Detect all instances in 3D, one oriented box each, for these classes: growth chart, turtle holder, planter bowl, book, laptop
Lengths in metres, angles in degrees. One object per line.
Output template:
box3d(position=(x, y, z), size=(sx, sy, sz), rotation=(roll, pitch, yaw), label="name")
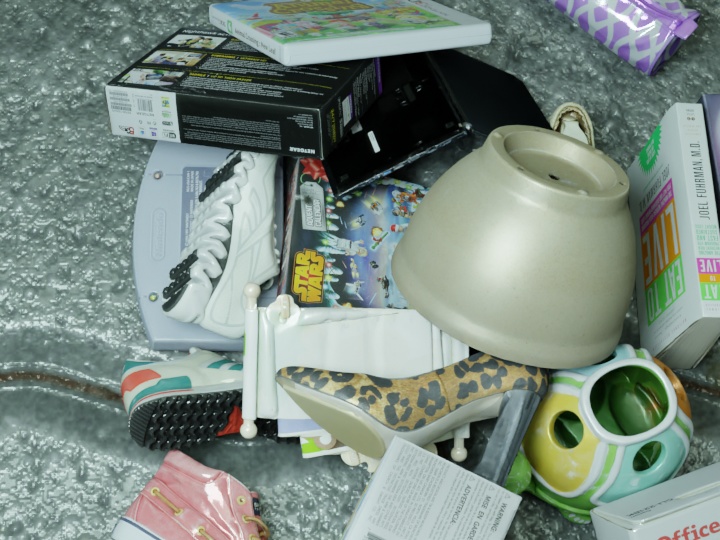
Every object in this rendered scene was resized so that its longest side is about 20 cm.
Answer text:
box3d(position=(-0.002, 0.090, 1.099), size=(0.200, 0.018, 0.145), rotation=(6, 98, -12), label="growth chart")
box3d(position=(0.185, 0.127, 1.137), size=(0.185, 0.132, 0.141), rotation=(4, 67, -6), label="turtle holder")
box3d(position=(0.139, -0.034, 1.110), size=(0.200, 0.135, 0.200), rotation=(14, 28, -8), label="planter bowl")
box3d(position=(0.283, -0.029, 1.215), size=(0.048, 0.134, 0.200), rotation=(1, 67, -7), label="book")
box3d(position=(0.066, -0.125, 1.250), size=(0.200, 0.103, 0.177), rotation=(-27, 38, 5), label="laptop")

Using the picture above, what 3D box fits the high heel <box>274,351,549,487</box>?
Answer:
box3d(position=(0.045, 0.082, 1.085), size=(0.200, 0.071, 0.143), rotation=(23, 59, 6), label="high heel")

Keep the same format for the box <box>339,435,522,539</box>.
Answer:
box3d(position=(0.037, 0.214, 1.040), size=(0.101, 0.200, 0.113), rotation=(26, 70, 4), label="box")

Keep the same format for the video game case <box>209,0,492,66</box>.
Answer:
box3d(position=(-0.013, -0.224, 1.238), size=(0.200, 0.022, 0.182), rotation=(-11, 25, -24), label="video game case")

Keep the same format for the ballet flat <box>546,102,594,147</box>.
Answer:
box3d(position=(0.189, -0.063, 1.256), size=(0.067, 0.062, 0.200), rotation=(1, 67, -7), label="ballet flat")

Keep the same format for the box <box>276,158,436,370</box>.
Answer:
box3d(position=(0.000, 0.000, 1.181), size=(0.137, 0.040, 0.200), rotation=(12, 51, -12), label="box")

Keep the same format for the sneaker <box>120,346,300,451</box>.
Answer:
box3d(position=(-0.105, 0.094, 1.146), size=(0.200, 0.070, 0.093), rotation=(-3, 35, -24), label="sneaker")

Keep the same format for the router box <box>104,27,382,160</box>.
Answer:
box3d(position=(-0.098, -0.158, 1.196), size=(0.200, 0.051, 0.149), rotation=(9, 32, 19), label="router box")

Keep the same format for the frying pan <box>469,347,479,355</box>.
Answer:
box3d(position=(0.153, 0.037, 1.221), size=(0.190, 0.031, 0.115), rotation=(-3, 82, -18), label="frying pan")

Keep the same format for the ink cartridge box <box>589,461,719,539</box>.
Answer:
box3d(position=(0.282, 0.263, 1.079), size=(0.144, 0.084, 0.200), rotation=(-17, 96, -14), label="ink cartridge box")

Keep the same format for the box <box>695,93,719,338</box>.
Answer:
box3d(position=(0.399, -0.048, 1.246), size=(0.198, 0.123, 0.200), rotation=(-1, 67, -7), label="box")

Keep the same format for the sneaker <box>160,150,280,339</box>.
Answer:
box3d(position=(-0.103, -0.031, 1.171), size=(0.081, 0.075, 0.200), rotation=(29, 59, -20), label="sneaker")

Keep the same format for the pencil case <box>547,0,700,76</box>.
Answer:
box3d(position=(0.236, -0.277, 1.342), size=(0.200, 0.086, 0.084), rotation=(39, 70, 8), label="pencil case")

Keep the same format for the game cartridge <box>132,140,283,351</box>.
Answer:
box3d(position=(-0.134, -0.024, 1.213), size=(0.133, 0.041, 0.200), rotation=(3, 66, -10), label="game cartridge")

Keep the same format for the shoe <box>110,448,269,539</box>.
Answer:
box3d(position=(-0.093, 0.224, 1.091), size=(0.200, 0.071, 0.091), rotation=(29, 72, 10), label="shoe")
